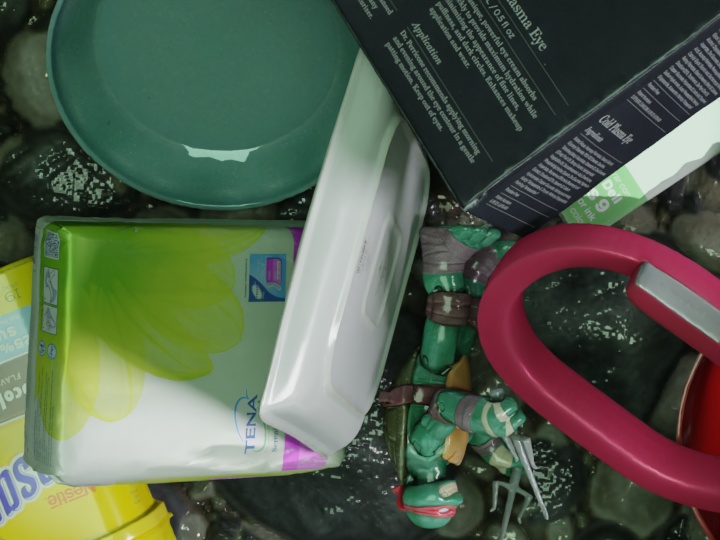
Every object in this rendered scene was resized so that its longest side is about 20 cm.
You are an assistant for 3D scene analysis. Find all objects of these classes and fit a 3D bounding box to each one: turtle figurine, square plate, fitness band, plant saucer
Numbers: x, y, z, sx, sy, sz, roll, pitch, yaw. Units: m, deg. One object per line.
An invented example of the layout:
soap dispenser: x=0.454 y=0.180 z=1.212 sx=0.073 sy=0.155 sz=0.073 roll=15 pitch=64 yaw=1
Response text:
turtle figurine: x=0.060 y=0.079 z=1.016 sx=0.100 sy=0.150 sz=0.202 roll=2 pitch=84 yaw=2
square plate: x=0.000 y=0.000 z=0.949 sx=0.028 sy=0.198 sz=0.202 roll=13 pitch=80 yaw=11
fitness band: x=0.154 y=0.054 z=0.905 sx=0.199 sy=0.144 sz=0.038 roll=37 pitch=54 yaw=-6
plant saucer: x=-0.087 y=-0.127 z=1.025 sx=0.198 sy=0.036 sz=0.201 roll=0 pitch=128 yaw=0

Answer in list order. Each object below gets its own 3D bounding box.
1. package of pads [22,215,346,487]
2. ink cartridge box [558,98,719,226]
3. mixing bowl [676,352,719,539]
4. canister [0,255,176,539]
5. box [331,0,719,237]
package of pads: x=-0.100 y=0.048 z=1.023 sx=0.198 sy=0.068 sz=0.156 roll=1 pitch=97 yaw=-28
ink cartridge box: x=0.184 y=-0.109 z=0.978 sx=0.199 sy=0.145 sz=0.088 roll=-36 pitch=92 yaw=8
mixing bowl: x=0.283 y=0.088 z=1.010 sx=0.198 sy=0.108 sz=0.202 roll=1 pitch=98 yaw=6
canister: x=-0.221 y=0.106 z=1.076 sx=0.147 sy=0.087 sz=0.201 roll=-22 pitch=93 yaw=8
box: x=0.090 y=-0.153 z=0.869 sx=0.182 sy=0.104 sz=0.201 roll=-36 pitch=71 yaw=16
